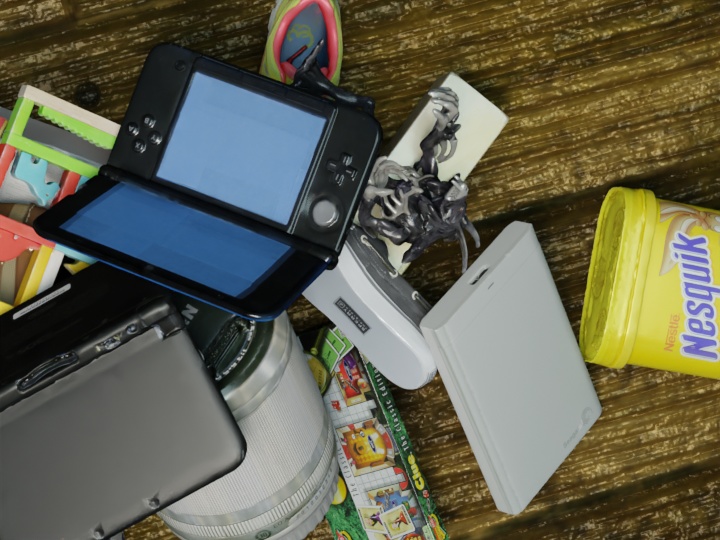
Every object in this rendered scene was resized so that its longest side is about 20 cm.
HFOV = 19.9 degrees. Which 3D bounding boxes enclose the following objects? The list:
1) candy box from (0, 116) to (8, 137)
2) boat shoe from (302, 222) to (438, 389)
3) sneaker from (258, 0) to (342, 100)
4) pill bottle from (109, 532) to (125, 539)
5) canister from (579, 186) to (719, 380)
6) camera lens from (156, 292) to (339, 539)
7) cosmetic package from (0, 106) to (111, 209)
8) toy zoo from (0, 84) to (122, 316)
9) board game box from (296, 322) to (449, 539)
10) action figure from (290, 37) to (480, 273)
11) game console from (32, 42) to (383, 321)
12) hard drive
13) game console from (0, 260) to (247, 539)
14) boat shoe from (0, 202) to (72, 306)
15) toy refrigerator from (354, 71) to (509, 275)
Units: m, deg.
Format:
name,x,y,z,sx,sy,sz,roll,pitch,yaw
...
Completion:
name,x,y,z,sx,sy,sz,roll,pitch,yaw
candy box,-0.351,-0.020,1.552,0.077,0.169,0.201,26,116,-8
boat shoe,0.000,0.000,1.609,0.200,0.070,0.066,47,51,-2
sneaker,-0.055,-0.139,1.662,0.077,0.090,0.202,5,91,-9
pill bottle,-0.233,0.252,1.577,0.110,0.200,0.112,-2,105,-8
canister,0.295,0.020,1.710,0.198,0.087,0.150,10,89,-9
camera lens,-0.110,0.109,1.580,0.159,0.160,0.201,-27,134,-6
cosmetic package,-0.267,-0.076,1.645,0.199,0.051,0.083,21,110,-7
toy zoo,-0.234,-0.023,1.565,0.130,0.020,0.202,23,83,-23
board game box,-0.005,0.142,1.671,0.023,0.104,0.201,-25,94,-47
action figure,0.024,-0.085,1.583,0.199,0.102,0.119,36,51,-5
game console,-0.108,-0.069,1.491,0.199,0.118,0.172,21,89,15
hard drive,0.124,0.080,1.647,0.132,0.026,0.201,-46,129,-30
game console,-0.199,0.096,1.480,0.199,0.176,0.117,-28,119,4
boat shoe,-0.282,0.037,1.633,0.073,0.076,0.202,17,105,3
toy refrigerator,0.036,-0.060,1.681,0.070,0.076,0.201,38,85,-6
